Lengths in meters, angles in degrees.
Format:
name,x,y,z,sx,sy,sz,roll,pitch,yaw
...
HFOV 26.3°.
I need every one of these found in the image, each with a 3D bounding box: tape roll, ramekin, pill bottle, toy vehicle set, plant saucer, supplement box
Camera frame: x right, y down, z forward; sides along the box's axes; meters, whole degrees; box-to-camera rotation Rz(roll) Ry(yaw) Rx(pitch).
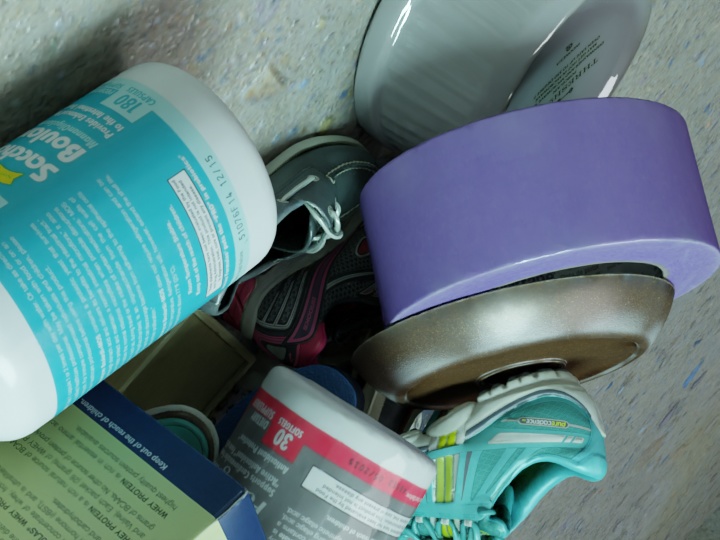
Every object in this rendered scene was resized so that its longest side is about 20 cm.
name,x,y,z,sx,sy,sz,roll,pitch,yaw
tape roll,0.103,-0.021,0.899,0.198,0.086,0.200,-11,163,-3
ramekin,0.095,-0.140,0.945,0.202,0.094,0.203,-41,155,-24
pill bottle,-0.140,0.000,0.682,0.200,0.111,0.111,-38,155,-30
toy vehicle set,-0.153,0.104,0.928,0.200,0.026,0.124,-49,158,-7
plant saucer,0.094,0.049,0.923,0.198,0.032,0.200,-10,163,-3
supplement box,-0.170,0.160,0.720,0.200,0.199,0.135,-41,139,-25
pill bottle,-0.052,0.164,0.845,0.201,0.110,0.111,-59,158,-3

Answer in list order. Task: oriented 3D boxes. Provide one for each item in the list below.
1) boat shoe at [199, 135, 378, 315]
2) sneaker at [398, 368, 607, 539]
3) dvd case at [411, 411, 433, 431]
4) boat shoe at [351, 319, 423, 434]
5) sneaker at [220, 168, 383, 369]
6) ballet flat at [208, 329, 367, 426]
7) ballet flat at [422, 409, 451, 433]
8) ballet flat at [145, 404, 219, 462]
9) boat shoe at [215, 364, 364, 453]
name,x,y,z,sx,sy,sz,roll,pitch,yaw
boat shoe,-0.045,-0.023,0.895,0.199,0.062,0.073,-26,144,-49
sneaker,0.055,0.133,0.915,0.199,0.080,0.077,-32,148,15
dvd case,0.049,0.058,1.136,0.146,0.022,0.202,25,72,-67
boat shoe,-0.002,0.102,1.016,0.201,0.062,0.071,-58,-164,-18
sneaker,0.000,0.000,1.003,0.200,0.075,0.081,-36,154,-35
ballet flat,-0.041,0.071,1.065,0.200,0.072,0.072,-18,141,-54
ballet flat,0.084,0.096,1.067,0.070,0.071,0.200,-64,178,25
ballet flat,-0.145,0.149,0.911,0.201,0.069,0.069,-55,158,18
boat shoe,-0.071,0.134,0.955,0.200,0.084,0.069,-44,157,12
